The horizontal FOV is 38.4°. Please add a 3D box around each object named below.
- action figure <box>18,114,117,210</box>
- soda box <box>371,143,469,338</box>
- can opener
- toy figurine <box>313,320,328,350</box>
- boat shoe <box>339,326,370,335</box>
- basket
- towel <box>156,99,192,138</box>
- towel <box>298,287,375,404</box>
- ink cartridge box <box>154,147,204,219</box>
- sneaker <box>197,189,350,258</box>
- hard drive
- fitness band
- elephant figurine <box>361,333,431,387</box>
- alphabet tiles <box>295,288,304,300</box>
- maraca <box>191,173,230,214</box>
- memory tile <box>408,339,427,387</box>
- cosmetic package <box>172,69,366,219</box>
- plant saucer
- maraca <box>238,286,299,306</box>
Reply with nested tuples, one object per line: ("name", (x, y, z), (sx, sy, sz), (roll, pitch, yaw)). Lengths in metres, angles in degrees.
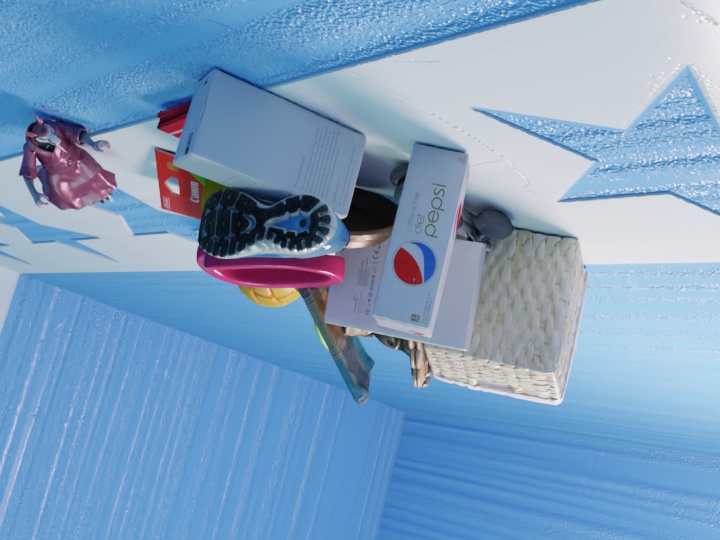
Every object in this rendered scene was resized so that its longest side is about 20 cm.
("action figure", (-0.429, -0.171, 1.485), (0.150, 0.133, 0.201), (56, 172, 28))
("soda box", (0.069, -0.033, 1.157), (0.067, 0.204, 0.064), (12, 168, 10))
("can opener", (0.119, -0.082, 1.283), (0.066, 0.054, 0.199), (-31, 143, 26))
("toy figurine", (0.042, 0.069, 1.877), (0.181, 0.153, 0.199), (-5, -179, 34))
("boat shoe", (0.000, 0.000, 1.424), (0.067, 0.204, 0.074), (-17, -153, -28))
("basket", (0.197, 0.058, 1.413), (0.195, 0.204, 0.161), (10, 165, 18))
("towel", (-0.139, -0.161, 1.273), (0.198, 0.023, 0.144), (22, 164, -34))
("towel", (-0.033, 0.080, 1.491), (0.021, 0.203, 0.147), (-23, -168, 12))
("ink cartridge box", (-0.223, -0.095, 1.535), (0.173, 0.045, 0.201), (14, 157, -2))
("sneaker", (-0.099, -0.039, 1.163), (0.197, 0.080, 0.090), (7, 169, 32))
("hard drive", (0.055, 0.018, 1.315), (0.197, 0.135, 0.026), (10, 180, 25))
("fitness band", (-0.114, -0.006, 1.294), (0.197, 0.038, 0.143), (-1, 166, 30))
("elephant figurine", (0.039, 0.054, 1.564), (0.139, 0.203, 0.156), (-1, -152, 7))
("alphabet tiles", (-0.074, 0.023, 1.596), (0.201, 0.008, 0.167), (53, -167, 3))
("maraca", (-0.165, -0.086, 1.379), (0.201, 0.107, 0.136), (50, 157, -18))
("memory tile", (0.092, 0.046, 1.426), (0.016, 0.203, 0.154), (6, 144, 11))
("cosmetic package", (-0.099, -0.134, 1.156), (0.197, 0.103, 0.074), (22, 165, -24))
("plant saucer", (-0.044, -0.070, 1.295), (0.196, 0.030, 0.201), (8, -159, -3))
("maraca", (-0.167, 0.008, 1.815), (0.136, 0.109, 0.199), (25, 165, -27))
